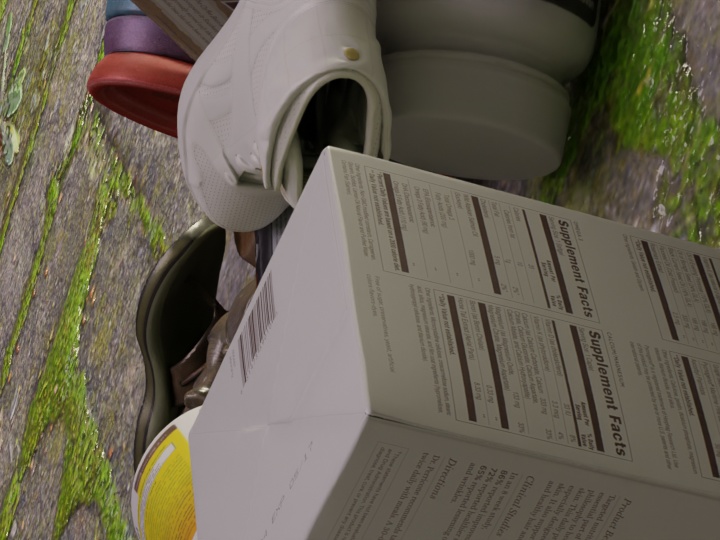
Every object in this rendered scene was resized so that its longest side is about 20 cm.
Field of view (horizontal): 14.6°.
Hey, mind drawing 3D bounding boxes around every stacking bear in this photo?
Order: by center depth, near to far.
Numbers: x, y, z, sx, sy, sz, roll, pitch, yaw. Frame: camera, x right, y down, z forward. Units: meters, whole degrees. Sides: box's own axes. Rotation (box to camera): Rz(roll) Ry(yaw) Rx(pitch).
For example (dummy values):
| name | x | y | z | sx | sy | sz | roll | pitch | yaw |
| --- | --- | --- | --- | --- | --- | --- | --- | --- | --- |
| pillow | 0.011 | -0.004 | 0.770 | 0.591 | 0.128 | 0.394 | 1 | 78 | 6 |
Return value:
| name | x | y | z | sx | sy | sz | roll | pitch | yaw |
| --- | --- | --- | --- | --- | --- | --- | --- | --- | --- |
| stacking bear | -0.102 | -0.198 | 1.851 | 0.121 | 0.114 | 0.200 | 162 | 124 | -69 |

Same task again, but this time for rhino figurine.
| name | x | y | z | sx | sy | sz | roll | pitch | yaw |
| --- | --- | --- | --- | --- | --- | --- | --- | --- | --- |
| rhino figurine | -0.059 | 0.048 | 1.614 | 0.088 | 0.060 | 0.200 | -64 | 10 | -29 |

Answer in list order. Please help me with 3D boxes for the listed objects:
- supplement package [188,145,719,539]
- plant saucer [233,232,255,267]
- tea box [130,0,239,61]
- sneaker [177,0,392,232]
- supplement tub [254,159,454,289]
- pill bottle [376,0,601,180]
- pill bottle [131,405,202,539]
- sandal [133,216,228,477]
| name | x | y | z | sx | sy | sz | roll | pitch | yaw |
| --- | --- | --- | --- | --- | --- | --- | --- | --- | --- |
| supplement package | 0.058 | 0.077 | 1.030 | 0.151 | 0.200 | 0.152 | -99 | 29 | -50 |
| plant saucer | -0.051 | -0.090 | 1.680 | 0.200 | 0.029 | 0.201 | -176 | 90 | -80 |
| tea box | -0.025 | -0.206 | 1.438 | 0.200 | 0.133 | 0.197 | 43 | -128 | -65 |
| sneaker | -0.038 | -0.057 | 1.291 | 0.200 | 0.074 | 0.116 | 112 | 158 | -49 |
| supplement tub | 0.000 | 0.000 | 1.407 | 0.107 | 0.107 | 0.200 | 122 | 155 | -44 |
| pill bottle | 0.060 | -0.152 | 1.321 | 0.114 | 0.114 | 0.200 | 155 | 126 | -67 |
| pill bottle | -0.047 | 0.141 | 1.441 | 0.200 | 0.109 | 0.109 | -141 | 66 | -70 |
| sandal | -0.098 | 0.056 | 1.736 | 0.080 | 0.057 | 0.201 | -41 | -37 | -52 |
